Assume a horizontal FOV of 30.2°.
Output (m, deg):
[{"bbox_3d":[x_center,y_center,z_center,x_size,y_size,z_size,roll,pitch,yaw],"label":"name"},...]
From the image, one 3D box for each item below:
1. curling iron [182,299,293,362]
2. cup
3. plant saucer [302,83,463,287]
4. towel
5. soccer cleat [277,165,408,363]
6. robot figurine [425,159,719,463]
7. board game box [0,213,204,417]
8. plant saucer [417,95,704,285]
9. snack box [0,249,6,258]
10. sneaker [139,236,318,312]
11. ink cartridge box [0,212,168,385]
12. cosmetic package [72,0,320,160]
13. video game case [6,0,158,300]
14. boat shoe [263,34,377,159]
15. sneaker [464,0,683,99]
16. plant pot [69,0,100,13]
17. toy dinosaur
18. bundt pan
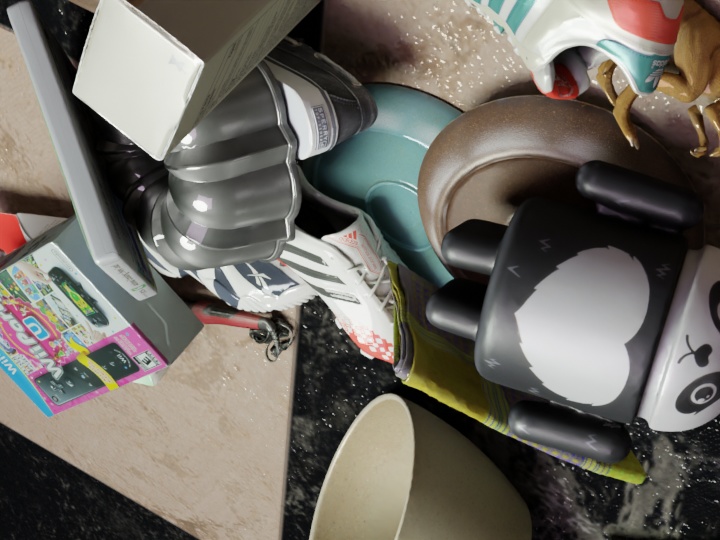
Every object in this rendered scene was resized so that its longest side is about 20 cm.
[{"bbox_3d":[-0.145,0.048,1.236,0.200,0.026,0.050,10,131,33],"label":"curling iron"},{"bbox_3d":[0.059,0.222,1.133,0.143,0.200,0.200,21,147,-17],"label":"cup"},{"bbox_3d":[0.036,-0.046,0.990,0.200,0.027,0.200,23,140,21],"label":"plant saucer"},{"bbox_3d":[0.104,0.070,0.928,0.200,0.144,0.023,27,114,-15],"label":"towel"},{"bbox_3d":[0.000,0.000,0.992,0.200,0.069,0.085,41,147,5],"label":"soccer cleat"},{"bbox_3d":[0.145,0.026,0.827,0.200,0.125,0.150,17,142,13],"label":"robot figurine"},{"bbox_3d":[-0.258,0.040,1.184,0.200,0.064,0.148,-23,113,45],"label":"board game box"},{"bbox_3d":[0.129,-0.026,0.901,0.200,0.032,0.200,15,135,15],"label":"plant saucer"},{"bbox_3d":[-0.309,-0.014,1.311,0.200,0.024,0.072,2,129,38],"label":"snack box"},{"bbox_3d":[-0.116,-0.046,1.072,0.199,0.080,0.130,21,149,38],"label":"sneaker"},{"bbox_3d":[-0.286,0.023,1.265,0.200,0.050,0.161,6,131,26],"label":"ink cartridge box"},{"bbox_3d":[-0.081,-0.171,0.816,0.071,0.200,0.105,38,142,0],"label":"cosmetic package"},{"bbox_3d":[-0.209,-0.084,1.016,0.182,0.022,0.200,91,158,-81],"label":"video game case"},{"bbox_3d":[-0.063,-0.140,0.943,0.200,0.068,0.072,33,135,45],"label":"boat shoe"},{"bbox_3d":[0.094,-0.147,0.756,0.200,0.070,0.094,17,107,43],"label":"sneaker"},{"bbox_3d":[-0.187,-0.264,0.835,0.198,0.200,0.200,30,143,-1],"label":"plant pot"},{"bbox_3d":[0.186,-0.131,0.770,0.106,0.060,0.200,-32,103,18],"label":"toy dinosaur"},{"bbox_3d":[-0.128,-0.088,0.938,0.202,0.076,0.202,38,139,43],"label":"bundt pan"}]
